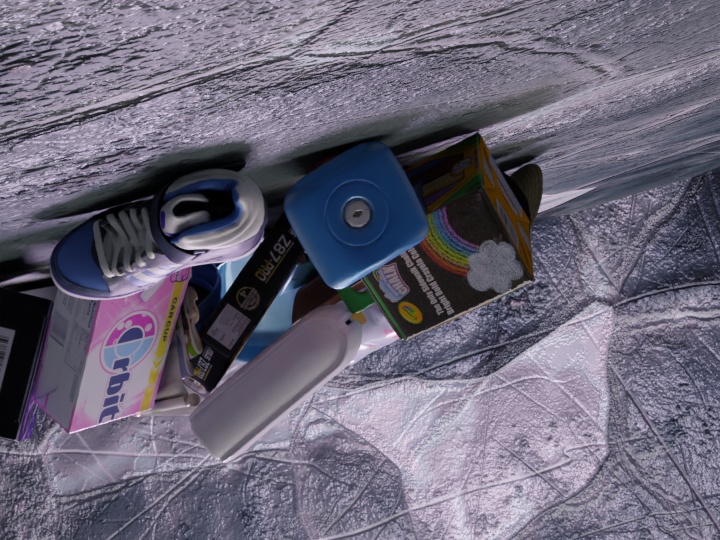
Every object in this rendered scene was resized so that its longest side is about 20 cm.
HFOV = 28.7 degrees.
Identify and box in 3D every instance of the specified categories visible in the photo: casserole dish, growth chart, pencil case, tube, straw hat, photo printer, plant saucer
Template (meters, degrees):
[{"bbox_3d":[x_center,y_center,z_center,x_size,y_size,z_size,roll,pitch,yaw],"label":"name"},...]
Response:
[{"bbox_3d":[-0.126,0.041,1.780,0.119,0.039,0.202,1,133,-1],"label":"casserole dish"},{"bbox_3d":[-0.208,0.052,1.474,0.018,0.203,0.144,-2,177,-42],"label":"growth chart"},{"bbox_3d":[0.024,0.057,1.766,0.090,0.084,0.199,-10,169,-36],"label":"pencil case"},{"bbox_3d":[-0.009,-0.036,1.618,0.199,0.050,0.078,-35,165,-30],"label":"tube"},{"bbox_3d":[0.156,-0.079,1.872,0.084,0.203,0.201,29,160,-17],"label":"straw hat"},{"bbox_3d":[-0.083,0.112,1.487,0.199,0.070,0.166,-40,179,1],"label":"photo printer"},{"bbox_3d":[0.000,0.000,1.610,0.199,0.035,0.200,-31,177,-2],"label":"plant saucer"}]

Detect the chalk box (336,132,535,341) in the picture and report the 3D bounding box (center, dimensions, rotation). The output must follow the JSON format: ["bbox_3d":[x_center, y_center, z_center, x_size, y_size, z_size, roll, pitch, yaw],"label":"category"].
[{"bbox_3d":[0.063,-0.025,1.437,0.198,0.126,0.125,-24,-154,18],"label":"chalk box"}]

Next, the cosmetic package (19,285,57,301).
[{"bbox_3d":[-0.392,0.050,1.726,0.149,0.052,0.199,-12,180,38],"label":"cosmetic package"}]

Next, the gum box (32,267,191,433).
[{"bbox_3d":[-0.246,0.052,1.403,0.066,0.202,0.113,34,-151,31],"label":"gum box"}]

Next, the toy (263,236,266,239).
[{"bbox_3d":[-0.038,-0.056,1.726,0.114,0.048,0.199,-12,174,25],"label":"toy"}]

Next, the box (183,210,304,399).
[{"bbox_3d":[-0.123,0.031,1.554,0.201,0.049,0.161,-57,-177,-26],"label":"box"}]

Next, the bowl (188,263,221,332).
[{"bbox_3d":[-0.253,0.046,1.626,0.198,0.040,0.201,-12,-153,6],"label":"bowl"}]

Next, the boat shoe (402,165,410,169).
[{"bbox_3d":[0.047,-0.082,1.543,0.197,0.066,0.073,5,180,-23],"label":"boat shoe"}]

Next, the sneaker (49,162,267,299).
[{"bbox_3d":[-0.175,-0.037,1.176,0.197,0.082,0.147,-12,168,-3],"label":"sneaker"}]

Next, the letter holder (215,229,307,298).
[{"bbox_3d":[-0.142,0.032,1.860,0.197,0.144,0.100,-16,177,16],"label":"letter holder"}]

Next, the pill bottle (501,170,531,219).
[{"bbox_3d":[0.119,-0.033,1.770,0.111,0.113,0.200,-13,155,-39],"label":"pill bottle"}]

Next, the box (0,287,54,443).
[{"bbox_3d":[-0.385,0.097,1.478,0.103,0.150,0.200,14,173,-8],"label":"box"}]

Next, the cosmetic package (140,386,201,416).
[{"bbox_3d":[-0.228,0.079,1.721,0.089,0.108,0.201,-2,-152,-1],"label":"cosmetic package"}]

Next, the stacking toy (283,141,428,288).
[{"bbox_3d":[-0.016,-0.064,1.366,0.115,0.111,0.200,-30,-170,-3],"label":"stacking toy"}]
